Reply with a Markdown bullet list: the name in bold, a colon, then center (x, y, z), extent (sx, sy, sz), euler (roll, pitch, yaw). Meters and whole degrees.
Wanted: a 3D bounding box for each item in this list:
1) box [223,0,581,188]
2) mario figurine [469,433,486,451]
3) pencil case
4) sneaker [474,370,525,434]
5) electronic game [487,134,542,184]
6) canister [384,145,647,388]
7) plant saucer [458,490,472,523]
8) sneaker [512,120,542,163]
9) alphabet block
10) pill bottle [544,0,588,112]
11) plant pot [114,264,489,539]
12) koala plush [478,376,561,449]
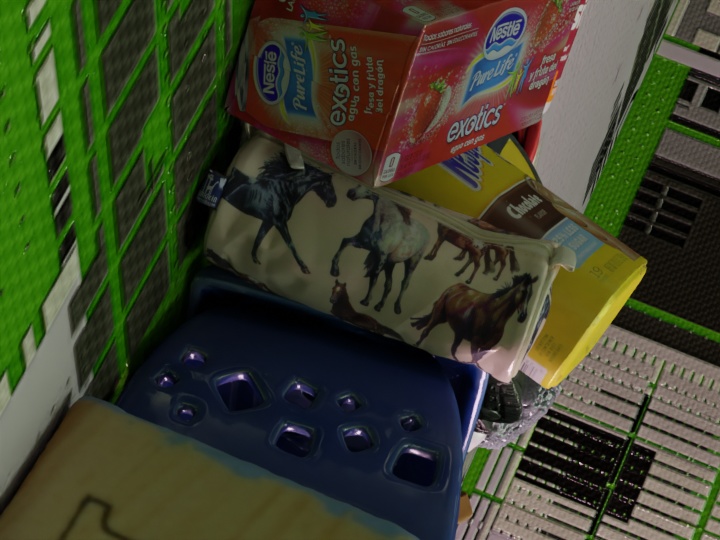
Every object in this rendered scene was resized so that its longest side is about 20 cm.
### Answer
- **box**: center (0.028, -0.123, 1.300), extent (0.200, 0.100, 0.096), euler (-24, 136, -57)
- **mario figurine**: center (0.016, 0.102, 1.744), extent (0.106, 0.124, 0.200), euler (-8, 141, -28)
- **pencil case**: center (0.013, -0.011, 1.287), extent (0.078, 0.200, 0.090), euler (-55, 163, -51)
- **sneaker**: center (0.068, 0.050, 1.524), extent (0.200, 0.076, 0.091), euler (137, -30, -81)
- **electronic game**: center (0.060, -0.028, 1.655), extent (0.042, 0.200, 0.200), euler (-17, -143, 48)
- **canister**: center (0.060, -0.026, 1.401), extent (0.087, 0.200, 0.149), euler (-56, 172, 16)
- **plant saucer**: center (-0.025, 0.173, 1.627), extent (0.200, 0.200, 0.032), euler (-12, 89, -80)
- **sneaker**: center (0.112, -0.130, 1.830), extent (0.116, 0.078, 0.200), euler (109, -21, -57)
- **alphabet block**: center (-0.101, 0.219, 1.172), extent (0.195, 0.196, 0.200), euler (101, 14, -46)
- **pill bottle**: center (0.108, -0.215, 1.658), extent (0.113, 0.113, 0.200), euler (-44, 154, -70)
- **plant pot**: center (-0.036, 0.118, 1.347), extent (0.200, 0.200, 0.180), euler (101, 7, -52)
- **koala plush**: center (0.062, 0.076, 1.976), extent (0.200, 0.184, 0.177), euler (126, -11, -76)
